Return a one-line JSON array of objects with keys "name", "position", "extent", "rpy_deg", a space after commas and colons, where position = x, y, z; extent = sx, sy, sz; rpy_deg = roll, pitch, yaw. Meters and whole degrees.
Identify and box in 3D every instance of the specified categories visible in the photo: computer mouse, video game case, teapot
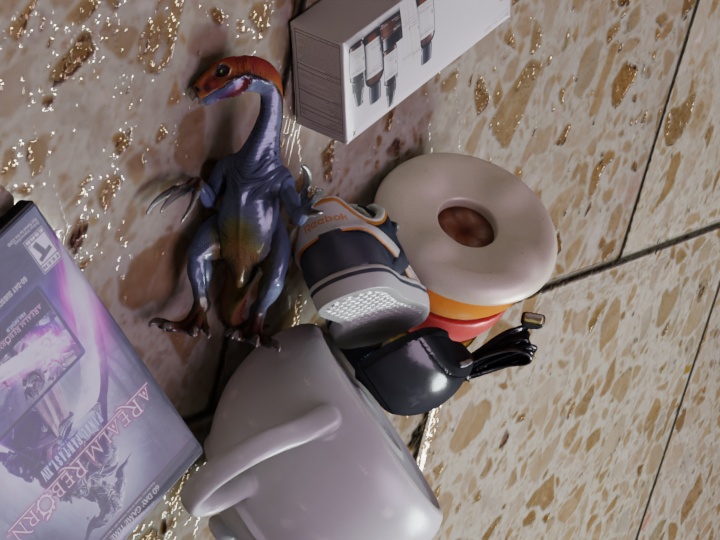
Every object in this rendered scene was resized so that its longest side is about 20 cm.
[{"name": "computer mouse", "position": [0.076, 0.071, 1.289], "extent": [0.140, 0.046, 0.200], "rpy_deg": [-27, 165, 4]}, {"name": "video game case", "position": [-0.186, 0.082, 1.006], "extent": [0.143, 0.019, 0.201], "rpy_deg": [-48, 123, -28]}, {"name": "teapot", "position": [-0.045, 0.145, 1.233], "extent": [0.146, 0.198, 0.201], "rpy_deg": [-34, 118, 1]}]

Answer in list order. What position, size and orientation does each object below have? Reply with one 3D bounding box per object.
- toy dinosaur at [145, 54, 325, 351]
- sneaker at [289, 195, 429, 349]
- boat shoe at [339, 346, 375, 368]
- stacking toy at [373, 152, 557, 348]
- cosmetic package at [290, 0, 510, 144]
[{"name": "toy dinosaur", "position": [-0.085, -0.046, 1.138], "extent": [0.200, 0.104, 0.183], "rpy_deg": [-159, -100, -82]}, {"name": "sneaker", "position": [0.000, 0.000, 1.224], "extent": [0.078, 0.080, 0.200], "rpy_deg": [-20, 165, 2]}, {"name": "boat shoe", "position": [-0.012, 0.153, 1.383], "extent": [0.084, 0.068, 0.201], "rpy_deg": [-18, 126, -54]}, {"name": "stacking toy", "position": [0.058, 0.020, 1.375], "extent": [0.146, 0.146, 0.201], "rpy_deg": [-38, 160, -39]}, {"name": "cosmetic package", "position": [0.033, -0.174, 1.220], "extent": [0.200, 0.050, 0.083], "rpy_deg": [-41, 145, -37]}]
